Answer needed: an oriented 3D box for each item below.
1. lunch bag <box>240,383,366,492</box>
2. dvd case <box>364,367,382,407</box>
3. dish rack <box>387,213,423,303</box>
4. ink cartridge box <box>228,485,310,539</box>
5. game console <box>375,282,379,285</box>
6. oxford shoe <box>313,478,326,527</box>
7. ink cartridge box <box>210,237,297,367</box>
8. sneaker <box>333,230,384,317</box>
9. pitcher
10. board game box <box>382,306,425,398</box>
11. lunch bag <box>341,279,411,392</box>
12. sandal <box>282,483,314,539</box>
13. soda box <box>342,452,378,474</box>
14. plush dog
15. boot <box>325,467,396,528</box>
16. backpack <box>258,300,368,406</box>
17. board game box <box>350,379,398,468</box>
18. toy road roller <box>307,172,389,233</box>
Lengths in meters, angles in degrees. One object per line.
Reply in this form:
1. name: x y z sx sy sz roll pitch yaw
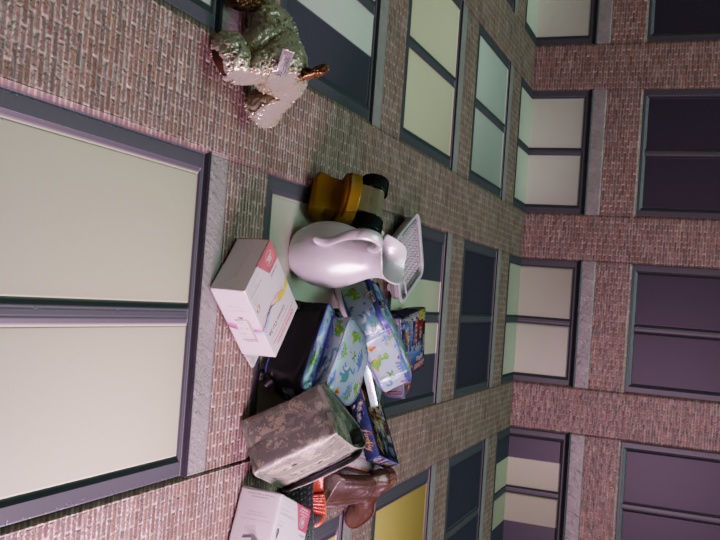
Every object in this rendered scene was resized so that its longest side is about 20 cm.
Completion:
1. lunch bag: -0.090 0.301 1.570 0.200 0.163 0.119 52 15 -59
2. dvd case: 0.028 0.191 1.979 0.200 0.022 0.148 -60 139 -72
3. dish rack: 0.104 -0.031 2.200 0.200 0.043 0.174 -49 137 -57
4. ink cartridge box: -0.165 0.487 1.543 0.146 0.084 0.202 53 47 -59
5. game console: 0.050 0.144 2.002 0.177 0.031 0.202 -66 146 -71
6. oxford shoe: -0.098 0.388 1.749 0.073 0.070 0.203 134 -40 -79
7. ink cartridge box: -0.165 0.059 1.494 0.201 0.067 0.117 72 30 -43
8. sneaker: 0.000 0.000 1.866 0.075 0.098 0.203 30 67 -68
9. pitcher: -0.035 -0.037 1.634 0.172 0.198 0.123 52 46 -59
10. board game box: 0.100 0.199 2.202 0.200 0.061 0.203 -13 106 -68
11. lunch bag: 0.032 0.123 1.795 0.161 0.082 0.201 -110 176 -58
12. sandal: -0.121 0.453 1.676 0.048 0.074 0.203 138 -37 -61
13. soda box: -0.021 0.388 1.914 0.200 0.068 0.064 45 50 -63
14. plush dog: -0.138 -0.352 1.430 0.200 0.159 0.174 53 22 -58
15. boot: -0.037 0.483 1.891 0.199 0.064 0.187 3 125 -51
16. backpack: -0.071 0.172 1.651 0.200 0.145 0.185 63 39 -58
17. board game box: 0.022 0.315 1.943 0.135 0.034 0.202 43 28 -64
18. toy road roller: -0.039 -0.114 1.759 0.200 0.144 0.124 130 -27 -60
